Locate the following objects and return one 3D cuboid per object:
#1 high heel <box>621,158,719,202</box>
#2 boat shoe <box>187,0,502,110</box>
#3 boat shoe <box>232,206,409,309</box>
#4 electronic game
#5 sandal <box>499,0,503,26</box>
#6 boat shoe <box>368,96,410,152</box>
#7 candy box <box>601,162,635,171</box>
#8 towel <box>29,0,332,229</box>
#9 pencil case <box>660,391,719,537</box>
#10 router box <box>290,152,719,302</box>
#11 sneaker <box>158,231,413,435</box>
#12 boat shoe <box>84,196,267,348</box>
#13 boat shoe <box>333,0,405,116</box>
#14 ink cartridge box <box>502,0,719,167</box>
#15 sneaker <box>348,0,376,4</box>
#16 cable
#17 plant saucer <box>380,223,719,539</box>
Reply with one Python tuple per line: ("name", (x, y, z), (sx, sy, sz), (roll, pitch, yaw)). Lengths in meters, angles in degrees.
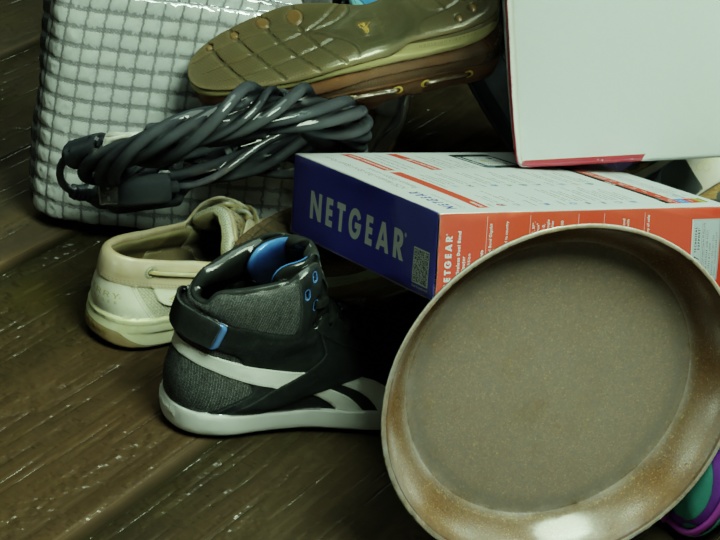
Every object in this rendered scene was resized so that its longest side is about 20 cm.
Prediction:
("high heel", (0.232, -0.063, 1.504), (0.199, 0.142, 0.072), (-21, 83, -32))
("boat shoe", (-0.007, -0.127, 1.387), (0.199, 0.068, 0.072), (-13, 44, 1))
("boat shoe", (0.000, 0.000, 1.372), (0.199, 0.077, 0.072), (-15, 43, -38))
("electronic game", (0.102, -0.134, 1.567), (0.041, 0.200, 0.200), (-29, 25, 15))
("sandal", (0.130, -0.181, 1.574), (0.045, 0.200, 0.075), (-28, 49, 16))
("boat shoe", (-0.001, -0.145, 1.627), (0.071, 0.076, 0.200), (20, 26, -7))
("candy box", (0.276, -0.095, 1.645), (0.199, 0.072, 0.168), (6, 29, -9))
("towel", (-0.113, -0.115, 1.452), (0.199, 0.167, 0.086), (3, 22, -15))
("pencil case", (0.240, 0.085, 1.290), (0.199, 0.093, 0.085), (-17, 65, -41))
("router box", (0.079, -0.029, 1.263), (0.178, 0.049, 0.200), (-2, 12, -24))
("sneaker", (-0.014, 0.031, 1.274), (0.199, 0.112, 0.073), (-7, 34, -28))
("boat shoe", (-0.081, -0.009, 1.371), (0.199, 0.065, 0.072), (-15, 38, -39))
("boat shoe", (0.010, -0.168, 1.552), (0.071, 0.072, 0.200), (22, 25, -7))
("ink cartridge box", (0.160, -0.153, 1.365), (0.144, 0.146, 0.200), (-4, 12, 3))
("sneaker", (0.026, -0.217, 1.498), (0.079, 0.131, 0.201), (-21, 72, 9))
("cable", (-0.074, -0.081, 1.335), (0.199, 0.051, 0.163), (-7, -12, -36))
("plant saucer", (0.102, 0.063, 1.168), (0.199, 0.201, 0.032), (1, 23, -18))
